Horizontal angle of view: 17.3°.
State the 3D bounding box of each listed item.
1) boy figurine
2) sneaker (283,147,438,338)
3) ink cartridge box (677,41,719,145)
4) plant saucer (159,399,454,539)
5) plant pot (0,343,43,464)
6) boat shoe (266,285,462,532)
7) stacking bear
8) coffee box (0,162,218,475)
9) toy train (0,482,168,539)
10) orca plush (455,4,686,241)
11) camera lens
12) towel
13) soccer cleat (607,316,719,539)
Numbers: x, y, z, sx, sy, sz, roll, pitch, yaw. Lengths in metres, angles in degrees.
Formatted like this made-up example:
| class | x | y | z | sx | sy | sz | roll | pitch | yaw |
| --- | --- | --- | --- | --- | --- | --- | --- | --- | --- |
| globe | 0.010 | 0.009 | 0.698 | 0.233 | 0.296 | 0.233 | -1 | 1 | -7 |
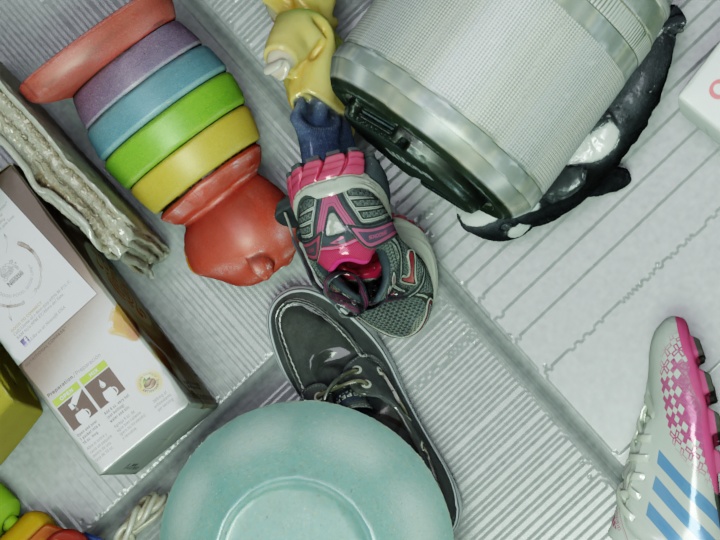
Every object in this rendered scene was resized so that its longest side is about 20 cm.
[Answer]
| class | x | y | z | sx | sy | sz | roll | pitch | yaw |
| --- | --- | --- | --- | --- | --- | --- | --- | --- | --- |
| boy figurine | -0.036 | -0.124 | 1.561 | 0.064 | 0.124 | 0.202 | -18 | 67 | 17 |
| sneaker | 0.000 | 0.000 | 1.511 | 0.080 | 0.200 | 0.075 | -16 | 62 | 11 |
| ink cartridge box | 0.323 | -0.102 | 1.516 | 0.200 | 0.086 | 0.148 | 39 | 94 | 7 |
| plant saucer | -0.039 | 0.186 | 1.526 | 0.199 | 0.039 | 0.203 | 0 | 92 | 11 |
| plant pot | -0.327 | 0.081 | 1.568 | 0.176 | 0.200 | 0.201 | -33 | 83 | -1 |
| boat shoe | -0.001 | 0.097 | 1.570 | 0.070 | 0.066 | 0.201 | -30 | 83 | 7 |
| stacking bear | -0.117 | -0.077 | 1.580 | 0.113 | 0.121 | 0.201 | -36 | 92 | 11 |
| coffee box | -0.192 | 0.035 | 1.578 | 0.080 | 0.114 | 0.200 | -38 | 83 | 2 |
| toy train | -0.218 | 0.182 | 1.607 | 0.115 | 0.085 | 0.200 | 34 | 68 | 26 |
| orca plush | 0.154 | -0.087 | 1.568 | 0.201 | 0.071 | 0.105 | -54 | 36 | -3 |
| camera lens | 0.089 | -0.146 | 1.491 | 0.160 | 0.160 | 0.201 | 36 | 87 | 9 |
| towel | -0.209 | -0.077 | 1.575 | 0.034 | 0.133 | 0.200 | -42 | 79 | 0 |
| soccer cleat | 0.197 | 0.133 | 1.534 | 0.086 | 0.070 | 0.202 | -10 | 86 | 8 |
